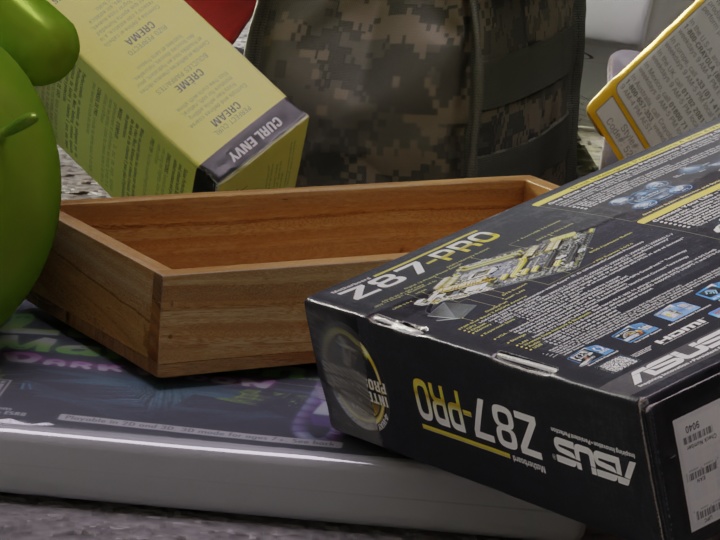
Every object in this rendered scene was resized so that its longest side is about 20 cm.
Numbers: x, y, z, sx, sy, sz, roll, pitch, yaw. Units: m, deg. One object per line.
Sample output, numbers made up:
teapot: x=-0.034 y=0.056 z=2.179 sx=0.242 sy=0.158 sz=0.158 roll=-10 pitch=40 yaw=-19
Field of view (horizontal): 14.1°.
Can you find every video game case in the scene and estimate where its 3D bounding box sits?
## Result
video game case: x=-0.027 y=0.039 z=0.908 sx=0.199 sy=0.023 sz=0.182 roll=4 pitch=13 yaw=4

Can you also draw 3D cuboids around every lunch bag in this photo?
lunch bag: x=0.028 y=-0.110 z=1.161 sx=0.117 sy=0.201 sz=0.164 roll=7 pitch=13 yaw=16

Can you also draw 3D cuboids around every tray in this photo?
tray: x=0.000 y=0.000 z=0.956 sx=0.199 sy=0.037 sz=0.099 roll=-5 pitch=17 yaw=-31

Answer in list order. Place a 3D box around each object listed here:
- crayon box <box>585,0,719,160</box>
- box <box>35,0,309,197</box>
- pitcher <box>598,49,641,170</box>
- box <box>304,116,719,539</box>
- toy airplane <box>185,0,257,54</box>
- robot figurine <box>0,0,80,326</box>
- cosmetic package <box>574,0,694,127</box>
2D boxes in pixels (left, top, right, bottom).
crayon box: x=0.177 y=-0.061 z=0.935 sx=0.051 sy=0.126 sz=0.200 roll=-13 pitch=-24 yaw=-45
box: x=-0.108 y=-0.090 z=1.093 sx=0.200 sy=0.075 sz=0.050 roll=42 pitch=64 yaw=16
pitcher: x=0.203 y=-0.028 z=1.084 sx=0.199 sy=0.122 sz=0.172 roll=2 pitch=-8 yaw=20
box: x=0.109 y=0.004 z=0.812 sx=0.200 sy=0.049 sz=0.161 roll=-24 pitch=23 yaw=-28
toy airplane: x=-0.083 y=-0.141 z=1.265 sx=0.141 sy=0.200 sz=0.199 roll=37 pitch=-3 yaw=-8
robot figurine: x=-0.166 y=-0.028 z=0.915 sx=0.175 sy=0.116 sz=0.200 roll=-45 pitch=23 yaw=-17
cosmetic package: x=0.126 y=-0.160 z=1.343 sx=0.164 sy=0.166 sz=0.200 roll=12 pitch=-7 yaw=35
